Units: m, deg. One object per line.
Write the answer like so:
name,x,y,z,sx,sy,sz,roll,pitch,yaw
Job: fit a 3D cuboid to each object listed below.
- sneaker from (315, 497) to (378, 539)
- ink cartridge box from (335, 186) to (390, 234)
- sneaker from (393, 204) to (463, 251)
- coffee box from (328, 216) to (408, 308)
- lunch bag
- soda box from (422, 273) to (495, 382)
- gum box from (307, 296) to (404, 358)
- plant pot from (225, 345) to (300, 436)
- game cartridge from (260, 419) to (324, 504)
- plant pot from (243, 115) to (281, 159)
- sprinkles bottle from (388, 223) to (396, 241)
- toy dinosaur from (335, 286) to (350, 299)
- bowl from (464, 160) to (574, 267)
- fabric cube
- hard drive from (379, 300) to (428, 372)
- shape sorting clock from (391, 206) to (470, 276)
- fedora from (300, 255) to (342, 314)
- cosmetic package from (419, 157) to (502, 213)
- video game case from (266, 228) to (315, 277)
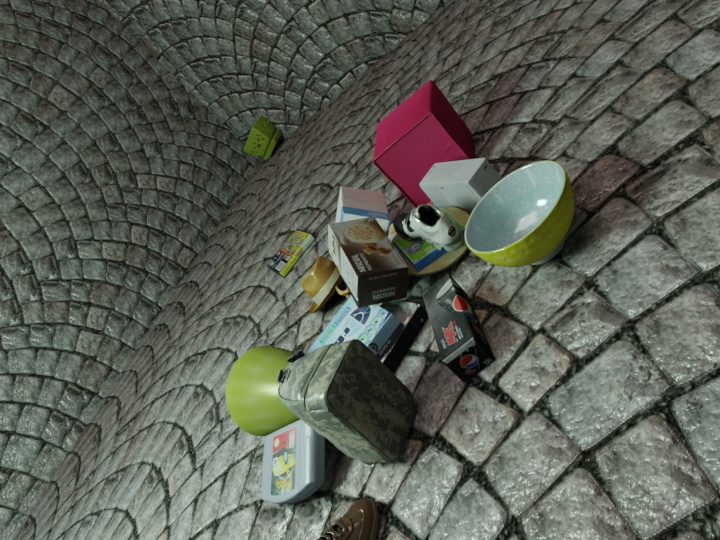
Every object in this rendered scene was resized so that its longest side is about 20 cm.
sneaker,-0.044,0.421,0.800,0.070,0.075,0.202,-7,47,57
ink cartridge box,-0.001,-0.126,1.438,0.201,0.122,0.131,-94,14,-59
sneaker,0.130,-0.109,1.159,0.074,0.089,0.198,-46,34,-17
coffee box,0.012,-0.023,1.156,0.112,0.081,0.201,-11,38,-15
lunch bag,-0.031,0.222,0.924,0.166,0.200,0.141,-21,32,43
soda box,0.165,0.093,0.952,0.070,0.063,0.201,-40,25,17
gum box,-0.016,0.142,1.123,0.171,0.044,0.199,-51,24,-6
plant pot,-0.147,0.243,1.110,0.198,0.187,0.189,-14,40,51
game cartridge,-0.130,0.360,1.025,0.199,0.040,0.136,-37,49,45
plant pot,-0.644,-0.873,3.657,0.201,0.179,0.201,-56,13,38
sprinkles bottle,0.083,-0.029,1.274,0.068,0.068,0.202,-30,30,35
toy dinosaur,-0.004,0.032,1.344,0.106,0.060,0.201,-40,25,15
bowl,0.287,-0.075,0.936,0.199,0.107,0.202,-39,25,21
fabric cube,0.166,-0.317,1.408,0.195,0.200,0.202,-33,29,28
hard drive,0.041,0.151,1.113,0.202,0.038,0.139,-56,24,-14
shape sorting clock,0.154,-0.064,1.196,0.196,0.040,0.202,-22,35,16
fedora,-0.104,0.021,1.456,0.202,0.081,0.201,-52,9,12
cosmetic package,0.227,-0.185,1.222,0.075,0.101,0.199,-51,22,-9
video game case,-0.251,-0.066,1.972,0.182,0.025,0.199,-52,23,-7
